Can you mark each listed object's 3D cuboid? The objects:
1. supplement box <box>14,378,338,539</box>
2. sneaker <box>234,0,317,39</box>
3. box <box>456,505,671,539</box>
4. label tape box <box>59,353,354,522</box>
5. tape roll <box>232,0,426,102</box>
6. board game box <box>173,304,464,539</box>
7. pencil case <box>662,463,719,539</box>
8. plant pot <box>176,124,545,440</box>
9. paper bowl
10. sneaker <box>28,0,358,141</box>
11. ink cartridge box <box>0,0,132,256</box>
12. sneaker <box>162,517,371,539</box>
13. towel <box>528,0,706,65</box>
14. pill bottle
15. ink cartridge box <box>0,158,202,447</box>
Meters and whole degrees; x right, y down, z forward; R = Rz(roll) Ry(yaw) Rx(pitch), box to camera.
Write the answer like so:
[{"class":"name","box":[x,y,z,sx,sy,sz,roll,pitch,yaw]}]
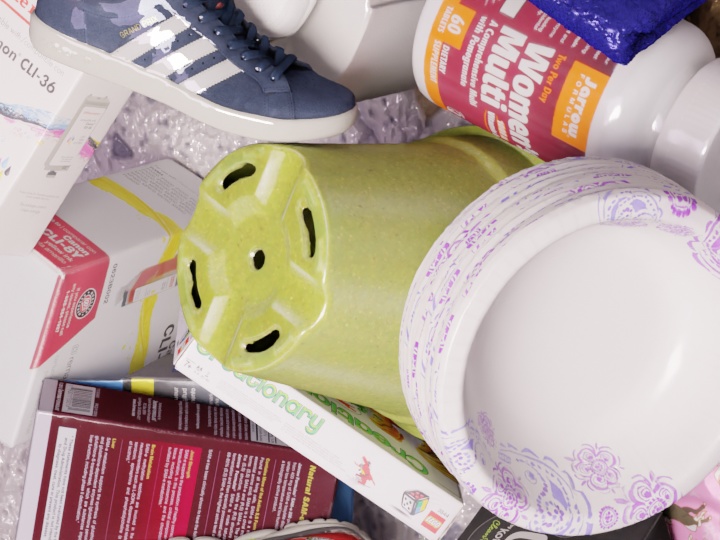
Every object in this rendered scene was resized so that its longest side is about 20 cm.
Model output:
[{"class":"supplement box","box":[-0.119,0.144,1.394,0.199,0.061,0.109,10,107,-7]},{"class":"sneaker","box":[-0.066,-0.228,1.214,0.070,0.080,0.201,11,113,34]},{"class":"box","box":[0.124,0.256,1.288,0.124,0.149,0.201,5,130,36]},{"class":"label tape box","box":[-0.103,0.133,1.460,0.199,0.063,0.145,2,107,-1]},{"class":"tape roll","box":[-0.033,-0.201,1.336,0.202,0.139,0.204,11,108,35]},{"class":"board game box","box":[-0.027,0.084,1.348,0.200,0.126,0.035,35,102,-12]},{"class":"pencil case","box":[0.195,0.096,1.273,0.086,0.083,0.201,-32,80,26]},{"class":"plant pot","box":[0.000,0.000,1.261,0.200,0.184,0.202,-8,78,45]},{"class":"paper bowl","box":[0.116,0.034,1.170,0.104,0.199,0.202,-131,45,-60]},{"class":"sneaker","box":[-0.090,-0.138,1.213,0.199,0.075,0.085,19,113,5]},{"class":"ink cartridge box","box":[-0.211,-0.123,1.329,0.116,0.067,0.200,39,103,22]},{"class":"sneaker","box":[-0.082,0.208,1.342,0.199,0.085,0.077,-18,108,0]},{"class":"towel","box":[0.120,-0.206,1.223,0.200,0.148,0.050,40,152,23]},{"class":"pill bottle","box":[0.137,-0.110,1.246,0.199,0.109,0.110,30,119,29]},{"class":"ink cartridge box","box":[-0.183,0.018,1.473,0.083,0.200,0.146,33,120,23]}]
